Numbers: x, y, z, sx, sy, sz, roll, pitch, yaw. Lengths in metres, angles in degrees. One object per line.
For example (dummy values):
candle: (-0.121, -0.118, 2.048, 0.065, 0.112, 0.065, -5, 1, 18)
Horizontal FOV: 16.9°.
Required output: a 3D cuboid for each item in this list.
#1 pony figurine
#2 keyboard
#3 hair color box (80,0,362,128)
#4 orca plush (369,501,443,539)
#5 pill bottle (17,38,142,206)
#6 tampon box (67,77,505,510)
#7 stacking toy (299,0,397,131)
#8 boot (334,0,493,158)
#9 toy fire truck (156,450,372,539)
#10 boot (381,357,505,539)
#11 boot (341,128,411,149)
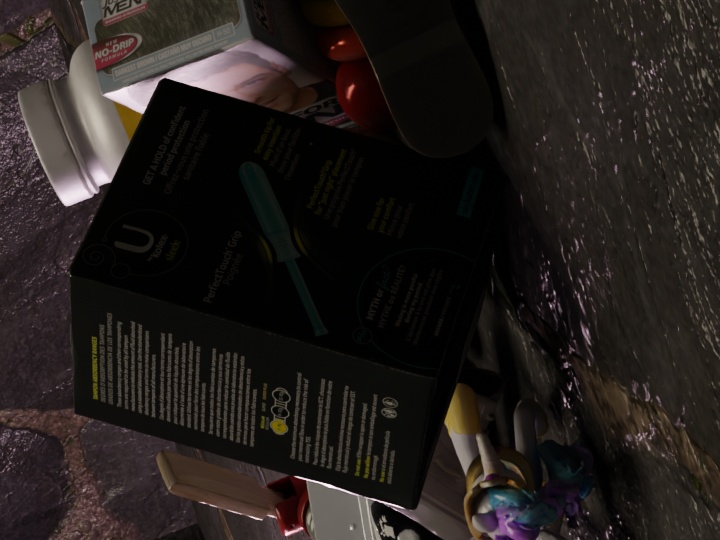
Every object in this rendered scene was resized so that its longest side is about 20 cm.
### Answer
pony figurine: (0.082, 0.163, 1.314, 0.200, 0.165, 0.195, -76, -23, -80)
keyboard: (-0.015, 0.112, 1.587, 0.011, 0.056, 0.202, 3, -105, -59)
hair color box: (-0.067, -0.121, 1.404, 0.200, 0.098, 0.061, 23, -129, -64)
orca plush: (0.084, 0.219, 1.546, 0.071, 0.105, 0.201, -11, 106, 54)
pill bottle: (-0.125, -0.120, 1.642, 0.112, 0.199, 0.113, -23, -90, -90)
tampon box: (-0.040, 0.013, 1.305, 0.127, 0.199, 0.150, 97, -168, -51)
stacking toy: (-0.010, -0.168, 1.342, 0.201, 0.085, 0.085, 68, 172, -23)
boot: (0.014, -0.160, 1.243, 0.076, 0.073, 0.201, -107, 0, -65)
toy fire truck: (-0.022, 0.162, 1.659, 0.176, 0.199, 0.129, -130, 22, -64)
boot: (0.061, 0.106, 1.468, 0.200, 0.096, 0.074, 30, -165, -48)
boot: (0.000, 0.000, 1.439, 0.145, 0.070, 0.201, 20, 139, 23)
